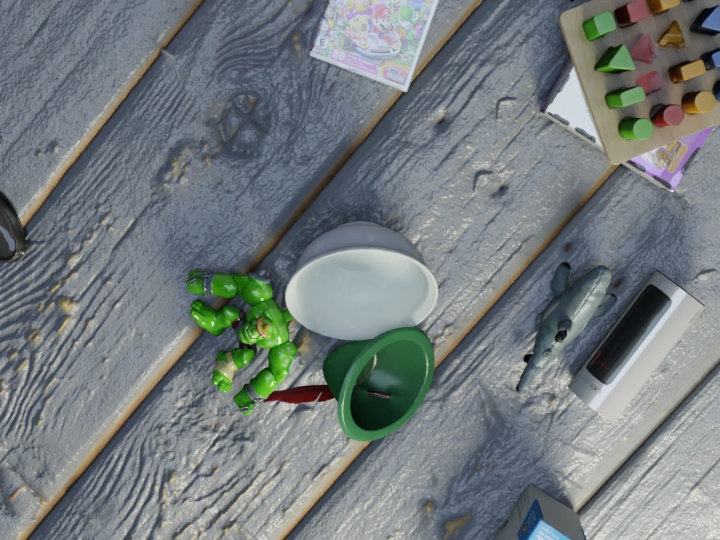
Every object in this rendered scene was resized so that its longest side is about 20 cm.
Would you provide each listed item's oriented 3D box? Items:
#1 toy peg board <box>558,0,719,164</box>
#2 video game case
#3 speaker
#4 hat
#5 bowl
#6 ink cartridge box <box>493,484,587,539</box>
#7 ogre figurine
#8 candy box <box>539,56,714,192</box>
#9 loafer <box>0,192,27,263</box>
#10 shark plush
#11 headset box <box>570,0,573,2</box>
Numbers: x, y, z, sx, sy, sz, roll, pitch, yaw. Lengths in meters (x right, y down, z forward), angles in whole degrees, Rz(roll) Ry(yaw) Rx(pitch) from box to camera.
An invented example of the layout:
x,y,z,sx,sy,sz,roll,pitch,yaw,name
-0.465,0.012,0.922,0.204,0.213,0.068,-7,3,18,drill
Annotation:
x,y,z,sx,sy,sz,roll,pitch,yaw,name
0.371,-0.256,1.303,0.197,0.098,0.202,-21,97,5,toy peg board
0.029,-0.355,1.417,0.142,0.018,0.202,20,98,0,video game case
0.366,0.103,1.434,0.081,0.081,0.201,36,99,-3,speaker
-0.026,0.126,1.479,0.198,0.175,0.168,-15,121,-38,hat
0.000,0.000,1.411,0.198,0.202,0.091,-5,53,3,bowl
0.215,0.412,1.451,0.084,0.145,0.201,31,98,-1,ink cartridge box
-0.153,0.081,1.451,0.119,0.098,0.202,-23,72,21,ogre figurine
0.359,-0.227,1.392,0.199,0.072,0.169,31,98,-2,candy box
-0.528,-0.094,1.452,0.072,0.072,0.201,-36,96,6,loafer
0.260,0.071,1.432,0.091,0.083,0.200,44,97,-4,shark plush
0.291,-0.475,1.350,0.173,0.093,0.201,-33,95,7,headset box
